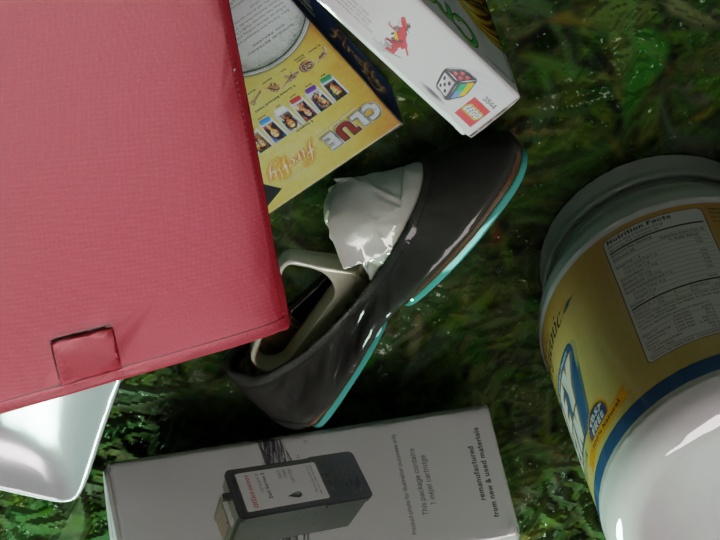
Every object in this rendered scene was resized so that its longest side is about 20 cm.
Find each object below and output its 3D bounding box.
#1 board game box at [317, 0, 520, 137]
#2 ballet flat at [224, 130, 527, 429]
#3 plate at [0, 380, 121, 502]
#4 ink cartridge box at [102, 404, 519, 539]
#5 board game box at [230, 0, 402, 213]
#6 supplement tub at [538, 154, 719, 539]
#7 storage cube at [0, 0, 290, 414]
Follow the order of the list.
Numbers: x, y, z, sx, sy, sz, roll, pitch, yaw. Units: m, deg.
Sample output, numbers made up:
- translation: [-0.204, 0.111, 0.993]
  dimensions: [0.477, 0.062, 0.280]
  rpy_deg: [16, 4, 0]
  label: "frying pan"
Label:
- translation: [-0.014, -0.157, 1.256]
  dimensions: [0.035, 0.126, 0.200]
  rpy_deg: [-37, 126, 17]
  label: "board game box"
- translation: [0.000, 0.000, 1.423]
  dimensions: [0.068, 0.068, 0.200]
  rpy_deg: [28, 117, -20]
  label: "ballet flat"
- translation: [-0.208, 0.023, 1.384]
  dimensions: [0.199, 0.032, 0.200]
  rpy_deg: [14, 136, -10]
  label: "plate"
- translation: [-0.026, 0.153, 1.501]
  dimensions: [0.199, 0.084, 0.146]
  rpy_deg: [-9, 146, -6]
  label: "ink cartridge box"
- translation: [-0.099, -0.065, 1.368]
  dimensions: [0.200, 0.035, 0.136]
  rpy_deg: [-33, 127, 14]
  label: "board game box"
- translation: [0.167, 0.050, 1.410]
  dimensions: [0.144, 0.200, 0.145]
  rpy_deg: [-6, 128, -8]
  label: "supplement tub"
- translation: [-0.145, -0.065, 1.192]
  dimensions: [0.199, 0.171, 0.180]
  rpy_deg: [-15, 120, -9]
  label: "storage cube"
